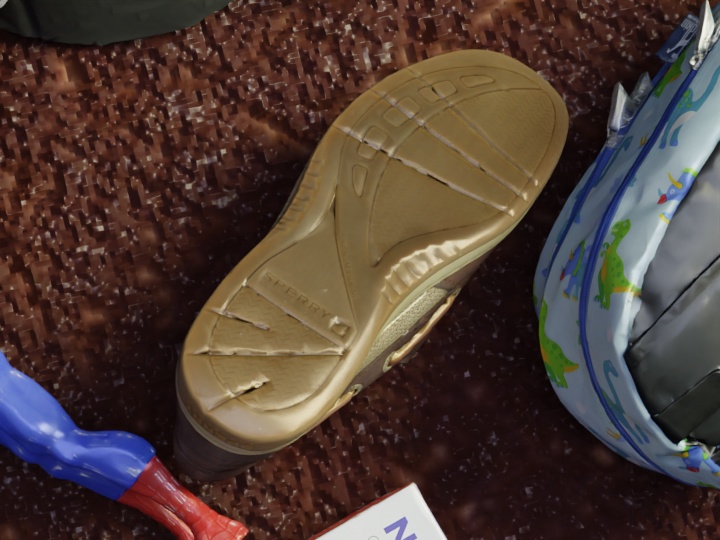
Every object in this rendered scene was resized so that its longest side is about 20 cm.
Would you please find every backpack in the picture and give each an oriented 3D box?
[{"bbox_3d":[0.153,-0.014,1.026,0.163,0.154,0.200,39,68,-27],"label":"backpack"}]

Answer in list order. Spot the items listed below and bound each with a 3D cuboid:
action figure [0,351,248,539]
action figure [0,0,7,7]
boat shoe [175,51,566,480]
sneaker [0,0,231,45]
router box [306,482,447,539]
[{"bbox_3d":[-0.147,0.061,1.021,0.200,0.065,0.099,43,72,0],"label":"action figure"},{"bbox_3d":[-0.168,-0.059,0.978,0.130,0.069,0.200,29,91,38],"label":"action figure"},{"bbox_3d":[0.000,0.000,1.037,0.072,0.072,0.200,35,58,6],"label":"boat shoe"},{"bbox_3d":[-0.059,-0.145,1.061,0.200,0.080,0.086,-11,62,-6],"label":"sneaker"},{"bbox_3d":[-0.012,0.204,1.028,0.179,0.049,0.200,-30,87,-8],"label":"router box"}]
